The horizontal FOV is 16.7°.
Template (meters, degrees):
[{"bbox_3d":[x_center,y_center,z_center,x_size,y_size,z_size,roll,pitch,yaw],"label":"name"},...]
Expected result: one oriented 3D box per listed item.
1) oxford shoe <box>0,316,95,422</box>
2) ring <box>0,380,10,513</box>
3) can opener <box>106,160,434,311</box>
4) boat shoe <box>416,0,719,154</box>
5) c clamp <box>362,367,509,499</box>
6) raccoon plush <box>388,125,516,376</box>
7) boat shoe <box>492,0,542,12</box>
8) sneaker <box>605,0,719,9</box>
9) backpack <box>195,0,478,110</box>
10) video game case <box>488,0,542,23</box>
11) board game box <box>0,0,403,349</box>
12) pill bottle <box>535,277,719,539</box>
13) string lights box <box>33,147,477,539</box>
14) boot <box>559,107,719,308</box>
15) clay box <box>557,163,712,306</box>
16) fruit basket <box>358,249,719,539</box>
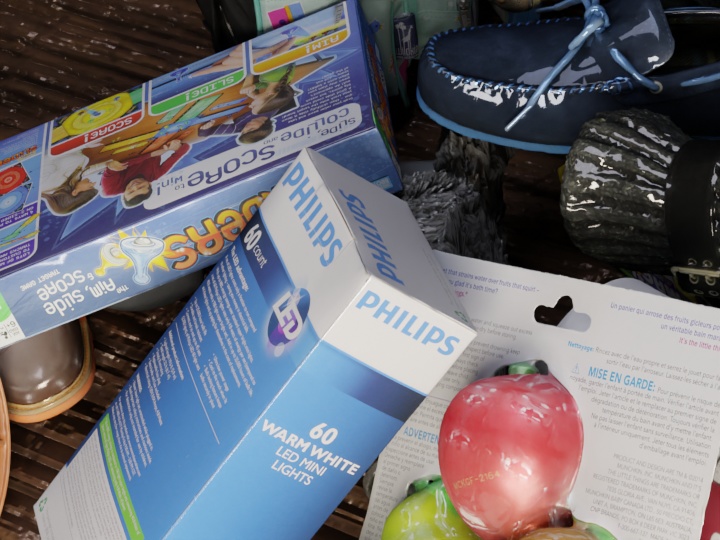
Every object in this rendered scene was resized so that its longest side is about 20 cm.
[{"bbox_3d":[-0.191,-0.003,1.201,0.071,0.073,0.200,-31,48,-10],"label":"oxford shoe"},{"bbox_3d":[-0.246,0.078,1.080,0.201,0.201,0.019,-49,21,-23],"label":"ring"},{"bbox_3d":[-0.045,-0.014,1.185,0.199,0.053,0.067,-2,79,18],"label":"can opener"},{"bbox_3d":[0.123,-0.100,1.077,0.198,0.069,0.084,-4,44,-10],"label":"boat shoe"},{"bbox_3d":[0.065,0.120,1.035,0.170,0.027,0.200,-26,48,-3],"label":"c clamp"},{"bbox_3d":[0.000,0.000,1.105,0.133,0.097,0.201,-6,36,24],"label":"raccoon plush"},{"bbox_3d":[0.082,-0.219,1.132,0.073,0.076,0.202,-9,83,-2],"label":"boat shoe"},{"bbox_3d":[0.127,-0.182,1.229,0.086,0.081,0.199,-37,47,-27],"label":"sneaker"},{"bbox_3d":[-0.024,-0.190,1.216,0.152,0.201,0.176,-17,46,0],"label":"backpack"},{"bbox_3d":[0.053,-0.239,1.274,0.018,0.144,0.200,-11,43,-21],"label":"video game case"},{"bbox_3d":[-0.083,-0.047,1.116,0.199,0.035,0.136,-21,30,9],"label":"board game box"},{"bbox_3d":[0.161,0.089,0.957,0.200,0.113,0.113,35,68,32],"label":"pill bottle"},{"bbox_3d":[-0.048,0.061,0.980,0.200,0.059,0.103,-51,32,17],"label":"string lights box"},{"bbox_3d":[0.149,-0.035,0.957,0.157,0.211,0.080,26,74,27],"label":"boot"},{"bbox_3d":[0.193,-0.010,1.088,0.115,0.048,0.200,-34,49,-12],"label":"clay box"},{"bbox_3d":[0.064,0.102,0.926,0.185,0.093,0.201,11,82,52],"label":"fruit basket"}]
